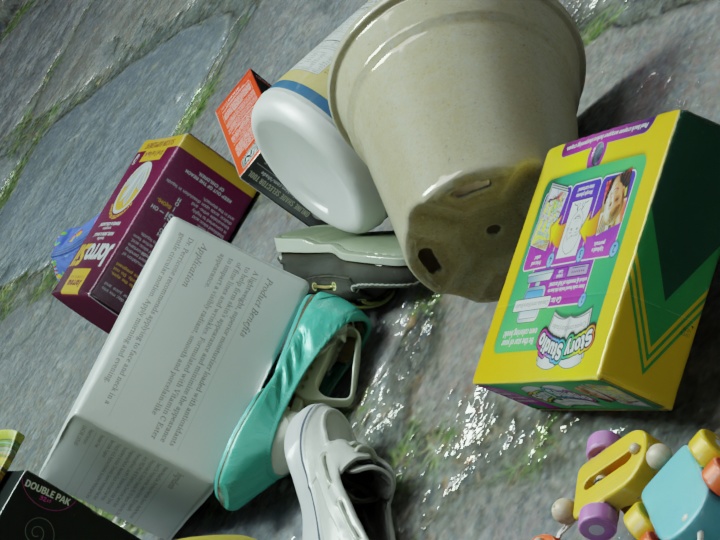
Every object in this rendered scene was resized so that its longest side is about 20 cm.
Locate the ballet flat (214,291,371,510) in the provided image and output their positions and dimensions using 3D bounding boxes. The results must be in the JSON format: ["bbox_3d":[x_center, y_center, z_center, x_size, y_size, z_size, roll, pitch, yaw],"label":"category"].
[{"bbox_3d":[-0.046,0.105,1.608,0.070,0.067,0.200,13,62,26],"label":"ballet flat"}]

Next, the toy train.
[{"bbox_3d":[0.151,0.162,1.139,0.200,0.056,0.150,-18,43,61],"label":"toy train"}]

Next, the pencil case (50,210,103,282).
[{"bbox_3d":[-0.276,-0.033,2.263,0.200,0.087,0.078,-24,58,53],"label":"pencil case"}]

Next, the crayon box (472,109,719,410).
[{"bbox_3d":[0.156,-0.001,1.285,0.200,0.058,0.173,168,121,-72],"label":"crayon box"}]

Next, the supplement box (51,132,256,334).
[{"bbox_3d":[-0.213,-0.032,2.106,0.200,0.103,0.131,-61,23,-14],"label":"supplement box"}]

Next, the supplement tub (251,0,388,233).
[{"bbox_3d":[0.024,-0.143,1.682,0.200,0.145,0.145,-43,17,-19],"label":"supplement tub"}]

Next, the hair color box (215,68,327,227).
[{"bbox_3d":[-0.074,-0.116,1.946,0.061,0.101,0.200,-50,23,11],"label":"hair color box"}]

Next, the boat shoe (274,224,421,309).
[{"bbox_3d":[0.000,0.000,1.682,0.072,0.061,0.201,-15,13,-31],"label":"boat shoe"}]

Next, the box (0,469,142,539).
[{"bbox_3d":[-0.233,0.266,1.574,0.124,0.200,0.149,-11,48,62],"label":"box"}]

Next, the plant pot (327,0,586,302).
[{"bbox_3d":[0.084,-0.083,1.485,0.200,0.200,0.184,-42,36,28],"label":"plant pot"}]

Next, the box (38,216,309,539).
[{"bbox_3d":[-0.159,0.095,1.704,0.199,0.131,0.200,-65,6,-27],"label":"box"}]

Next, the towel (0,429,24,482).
[{"bbox_3d":[-0.320,0.209,1.541,0.086,0.018,0.200,-16,44,61],"label":"towel"}]

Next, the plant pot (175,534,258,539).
[{"bbox_3d":[-0.108,0.260,1.381,0.200,0.200,0.142,-33,5,43],"label":"plant pot"}]

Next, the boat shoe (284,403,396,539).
[{"bbox_3d":[-0.008,0.156,1.449,0.066,0.072,0.200,-41,26,21],"label":"boat shoe"}]
